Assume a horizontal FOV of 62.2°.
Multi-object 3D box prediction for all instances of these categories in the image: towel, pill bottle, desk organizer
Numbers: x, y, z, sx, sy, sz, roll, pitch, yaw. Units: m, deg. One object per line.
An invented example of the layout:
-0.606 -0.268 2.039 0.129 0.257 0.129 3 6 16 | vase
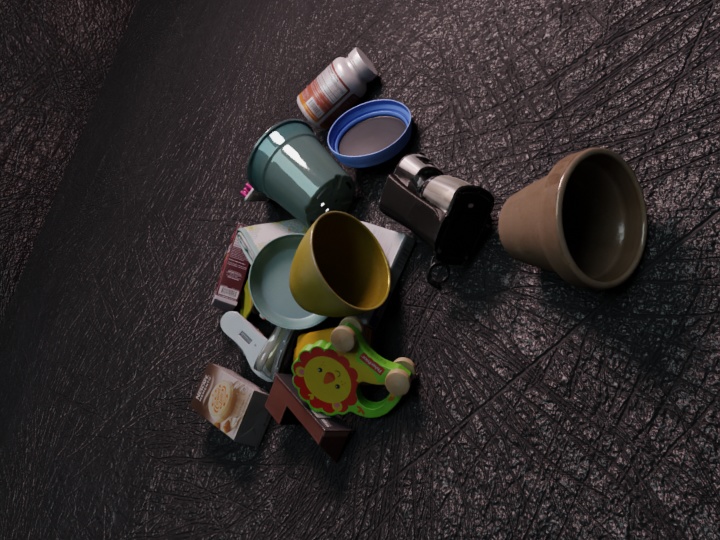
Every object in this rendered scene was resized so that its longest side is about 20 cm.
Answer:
-0.176 -0.046 1.371 0.201 0.168 0.049 53 141 42 | towel
-0.267 0.062 1.418 0.200 0.018 0.088 129 143 -58 | towel
-0.056 -0.457 1.501 0.199 0.112 0.113 -37 48 22 | pill bottle
-0.109 0.291 1.184 0.199 0.071 0.078 35 106 47 | desk organizer

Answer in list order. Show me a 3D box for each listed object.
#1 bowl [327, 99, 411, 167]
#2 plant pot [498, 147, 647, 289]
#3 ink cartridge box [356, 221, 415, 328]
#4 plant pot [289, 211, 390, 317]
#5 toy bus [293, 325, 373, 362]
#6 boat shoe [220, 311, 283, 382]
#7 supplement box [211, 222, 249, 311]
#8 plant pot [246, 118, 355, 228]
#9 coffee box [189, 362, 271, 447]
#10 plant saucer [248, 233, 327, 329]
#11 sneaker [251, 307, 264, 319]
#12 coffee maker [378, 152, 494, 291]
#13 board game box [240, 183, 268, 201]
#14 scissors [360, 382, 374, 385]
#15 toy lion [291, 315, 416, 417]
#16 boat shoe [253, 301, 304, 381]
0.023 -0.310 1.353 0.197 0.040 0.203 -12 48 13 | bowl
0.310 -0.074 0.928 0.174 0.198 0.204 0 67 60 | plant pot
0.000 0.000 1.263 0.198 0.040 0.203 22 85 47 | ink cartridge box
-0.059 0.009 1.155 0.141 0.198 0.203 -32 50 39 | plant pot
-0.064 0.161 1.212 0.197 0.078 0.066 -15 59 37 | toy bus
-0.237 0.176 1.377 0.071 0.091 0.200 -42 72 -4 | boat shoe
-0.319 -0.006 1.517 0.109 0.060 0.204 147 139 -68 | supplement box
-0.125 -0.208 1.372 0.196 0.199 0.201 43 99 27 | plant pot
-0.288 0.299 1.345 0.198 0.079 0.116 15 79 45 | coffee box
-0.135 0.025 1.250 0.036 0.196 0.204 119 168 -75 | plant saucer
-0.191 0.072 1.391 0.198 0.070 0.095 5 84 45 | sneaker
0.124 -0.104 1.129 0.193 0.134 0.200 -50 40 1 | coffee maker
-0.214 -0.262 1.510 0.201 0.026 0.200 -52 0 9 | board game box
-0.009 0.215 1.174 0.197 0.014 0.074 -16 25 21 | scissors
-0.024 0.199 1.104 0.199 0.069 0.193 37 114 3 | toy lion
-0.155 0.141 1.291 0.064 0.074 0.204 33 87 3 | boat shoe
